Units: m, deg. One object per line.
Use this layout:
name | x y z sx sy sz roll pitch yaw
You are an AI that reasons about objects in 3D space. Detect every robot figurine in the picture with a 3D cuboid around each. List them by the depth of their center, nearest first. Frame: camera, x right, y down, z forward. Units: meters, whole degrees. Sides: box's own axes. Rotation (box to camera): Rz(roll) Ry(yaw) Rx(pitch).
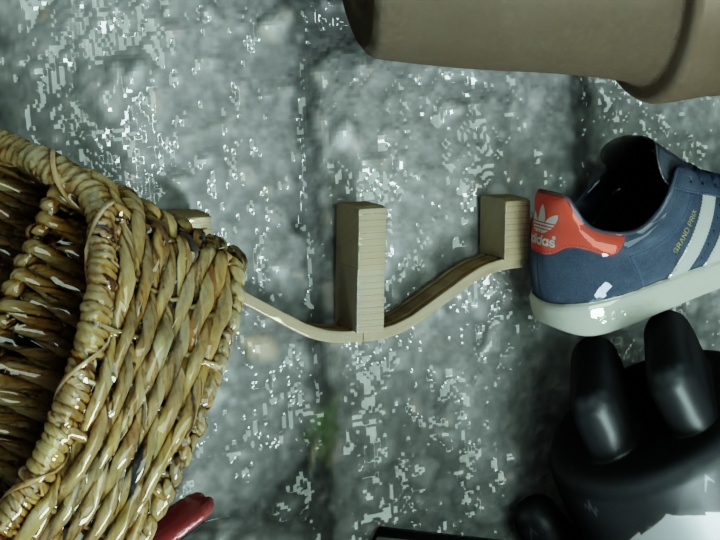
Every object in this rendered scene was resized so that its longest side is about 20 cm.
robot figurine | 0.174 0.124 0.837 0.125 0.150 0.201 -40 115 -30

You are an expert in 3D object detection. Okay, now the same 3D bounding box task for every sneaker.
sneaker | 0.171 -0.036 0.841 0.199 0.075 0.085 -22 112 -30

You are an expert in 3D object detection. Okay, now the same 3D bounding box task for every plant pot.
plant pot | 0.078 -0.169 0.736 0.173 0.200 0.202 -9 101 -9

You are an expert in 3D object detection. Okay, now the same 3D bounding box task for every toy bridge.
toy bridge | 0.000 0.000 0.789 0.198 0.027 0.068 -3 100 -27

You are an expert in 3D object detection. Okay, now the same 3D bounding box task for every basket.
basket | -0.155 0.049 0.647 0.148 0.142 0.201 29 82 -28

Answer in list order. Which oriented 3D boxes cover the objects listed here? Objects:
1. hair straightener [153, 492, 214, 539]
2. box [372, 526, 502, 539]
hair straightener | -0.132 0.189 0.730 0.199 0.041 0.077 -36 106 -19
box | 0.091 0.226 0.777 0.199 0.148 0.125 34 71 -20
